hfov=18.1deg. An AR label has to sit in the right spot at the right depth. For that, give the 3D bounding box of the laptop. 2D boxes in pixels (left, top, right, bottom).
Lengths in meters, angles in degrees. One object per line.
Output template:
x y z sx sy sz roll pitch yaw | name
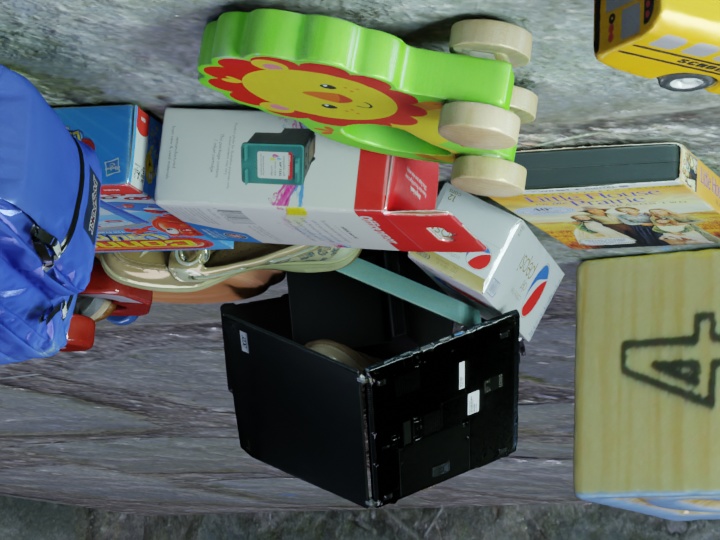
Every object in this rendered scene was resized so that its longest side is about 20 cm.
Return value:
0.012 0.088 1.726 0.199 0.103 0.178 -21 143 -13 | laptop

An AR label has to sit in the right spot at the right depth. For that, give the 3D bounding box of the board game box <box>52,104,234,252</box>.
-0.211 -0.060 1.573 0.199 0.056 0.196 -1 168 18 | board game box

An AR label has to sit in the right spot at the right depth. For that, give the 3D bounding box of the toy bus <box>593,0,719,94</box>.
0.210 -0.124 1.143 0.199 0.065 0.078 9 165 -27 | toy bus

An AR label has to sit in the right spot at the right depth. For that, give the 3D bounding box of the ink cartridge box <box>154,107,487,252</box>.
-0.021 -0.058 1.483 0.199 0.068 0.116 3 169 17 | ink cartridge box

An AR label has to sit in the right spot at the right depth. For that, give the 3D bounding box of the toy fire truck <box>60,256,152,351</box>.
-0.255 0.013 1.814 0.199 0.113 0.168 -1 172 19 | toy fire truck

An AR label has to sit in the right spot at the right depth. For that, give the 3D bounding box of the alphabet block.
0.303 0.098 1.885 0.196 0.201 0.195 -5 166 32 | alphabet block

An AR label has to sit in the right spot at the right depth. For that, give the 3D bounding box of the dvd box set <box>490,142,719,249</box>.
0.185 -0.050 1.599 0.146 0.030 0.200 -2 168 23 | dvd box set

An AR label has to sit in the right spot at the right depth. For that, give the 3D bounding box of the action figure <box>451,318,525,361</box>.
0.093 0.056 2.057 0.129 0.070 0.200 -5 174 -10 | action figure

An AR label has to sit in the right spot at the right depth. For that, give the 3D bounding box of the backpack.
-0.240 -0.026 1.373 0.167 0.163 0.200 -3 152 19 | backpack

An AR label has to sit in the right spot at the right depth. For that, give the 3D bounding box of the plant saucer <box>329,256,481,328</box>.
0.000 0.000 1.736 0.199 0.019 0.070 22 179 18 | plant saucer

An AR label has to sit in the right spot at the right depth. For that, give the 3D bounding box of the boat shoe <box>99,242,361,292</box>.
-0.096 -0.030 1.681 0.199 0.074 0.063 -8 163 -4 | boat shoe

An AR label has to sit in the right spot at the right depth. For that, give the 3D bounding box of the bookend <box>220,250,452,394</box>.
-0.038 0.045 1.881 0.199 0.093 0.199 -10 165 13 | bookend

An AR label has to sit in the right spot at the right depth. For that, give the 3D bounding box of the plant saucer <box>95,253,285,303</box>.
-0.162 -0.001 1.920 0.199 0.033 0.200 3 169 1 | plant saucer

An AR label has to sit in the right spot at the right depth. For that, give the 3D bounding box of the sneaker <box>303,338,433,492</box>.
0.002 0.101 1.810 0.070 0.076 0.200 -17 138 21 | sneaker

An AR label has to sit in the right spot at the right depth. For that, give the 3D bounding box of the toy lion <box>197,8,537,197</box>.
0.003 -0.104 1.317 0.191 0.069 0.200 8 170 8 | toy lion

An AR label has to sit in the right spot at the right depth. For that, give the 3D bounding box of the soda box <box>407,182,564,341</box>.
0.098 -0.004 1.713 0.068 0.064 0.200 27 176 18 | soda box
